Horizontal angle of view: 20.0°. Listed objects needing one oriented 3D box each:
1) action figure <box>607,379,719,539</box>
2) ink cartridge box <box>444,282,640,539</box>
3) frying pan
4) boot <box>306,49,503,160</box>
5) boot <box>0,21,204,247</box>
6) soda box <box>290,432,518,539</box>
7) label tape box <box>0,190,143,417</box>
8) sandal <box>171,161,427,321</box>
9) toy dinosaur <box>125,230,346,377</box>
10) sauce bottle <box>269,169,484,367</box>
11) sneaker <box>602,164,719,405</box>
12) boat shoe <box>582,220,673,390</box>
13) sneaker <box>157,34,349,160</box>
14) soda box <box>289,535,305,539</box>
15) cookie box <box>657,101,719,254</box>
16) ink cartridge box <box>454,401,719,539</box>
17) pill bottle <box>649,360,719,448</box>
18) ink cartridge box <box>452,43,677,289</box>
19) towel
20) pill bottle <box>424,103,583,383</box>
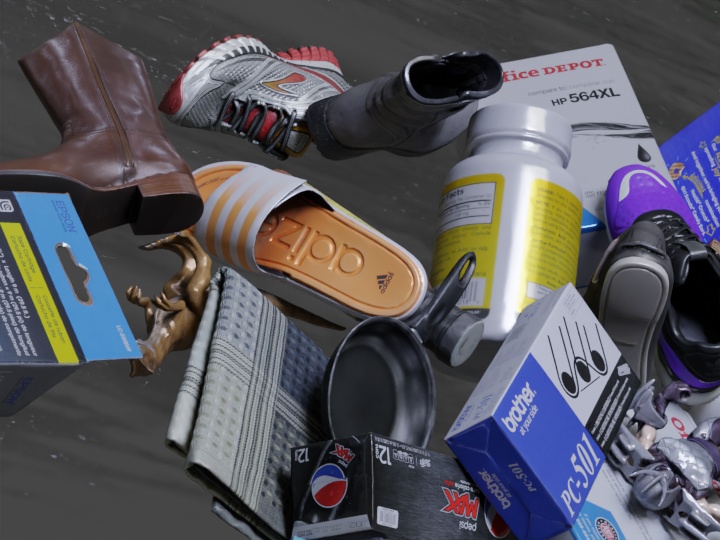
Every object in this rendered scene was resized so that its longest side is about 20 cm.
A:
[{"bbox_3d":[0.253,0.131,1.469,0.200,0.069,0.130,-16,66,-49],"label":"action figure"},{"bbox_3d":[0.128,0.095,1.387,0.094,0.044,0.200,54,32,-9],"label":"ink cartridge box"},{"bbox_3d":[0.019,0.054,1.381,0.115,0.031,0.190,34,62,-45],"label":"frying pan"},{"bbox_3d":[0.065,-0.135,1.599,0.200,0.132,0.070,-24,92,-50],"label":"boot"},{"bbox_3d":[-0.220,-0.105,1.444,0.186,0.064,0.200,3,42,-31],"label":"boot"},{"bbox_3d":[0.041,0.158,1.328,0.200,0.071,0.063,22,60,-48],"label":"soda box"},{"bbox_3d":[-0.254,0.018,1.264,0.200,0.063,0.144,3,48,-42],"label":"label tape box"},{"bbox_3d":[-0.048,-0.029,1.439,0.207,0.079,0.059,23,-12,20],"label":"sandal"},{"bbox_3d":[-0.109,0.023,1.420,0.200,0.060,0.106,-22,93,-48],"label":"toy dinosaur"},{"bbox_3d":[0.000,0.000,1.482,0.200,0.066,0.066,34,30,24],"label":"sauce bottle"},{"bbox_3d":[0.244,-0.006,1.557,0.070,0.100,0.200,-14,66,-8],"label":"sneaker"},{"bbox_3d":[0.192,0.047,1.536,0.067,0.200,0.057,17,44,2],"label":"boat shoe"},{"bbox_3d":[-0.071,-0.131,1.594,0.200,0.078,0.082,-7,57,-47],"label":"sneaker"},{"bbox_3d":[0.024,0.240,1.279,0.200,0.064,0.068,26,38,-21],"label":"soda box"},{"bbox_3d":[0.304,-0.036,1.726,0.075,0.200,0.171,29,33,-42],"label":"cookie box"},{"bbox_3d":[0.181,0.177,1.481,0.200,0.084,0.145,2,48,-43],"label":"ink cartridge box"},{"bbox_3d":[0.335,0.119,1.667,0.200,0.114,0.114,23,38,-22],"label":"pill bottle"},{"bbox_3d":[0.170,-0.085,1.713,0.146,0.084,0.200,-11,52,-8],"label":"ink cartridge box"},{"bbox_3d":[-0.045,0.119,1.352,0.193,0.035,0.200,44,29,-26],"label":"towel"},{"bbox_3d":[0.111,-0.021,1.551,0.111,0.111,0.200,20,66,-27],"label":"pill bottle"}]
